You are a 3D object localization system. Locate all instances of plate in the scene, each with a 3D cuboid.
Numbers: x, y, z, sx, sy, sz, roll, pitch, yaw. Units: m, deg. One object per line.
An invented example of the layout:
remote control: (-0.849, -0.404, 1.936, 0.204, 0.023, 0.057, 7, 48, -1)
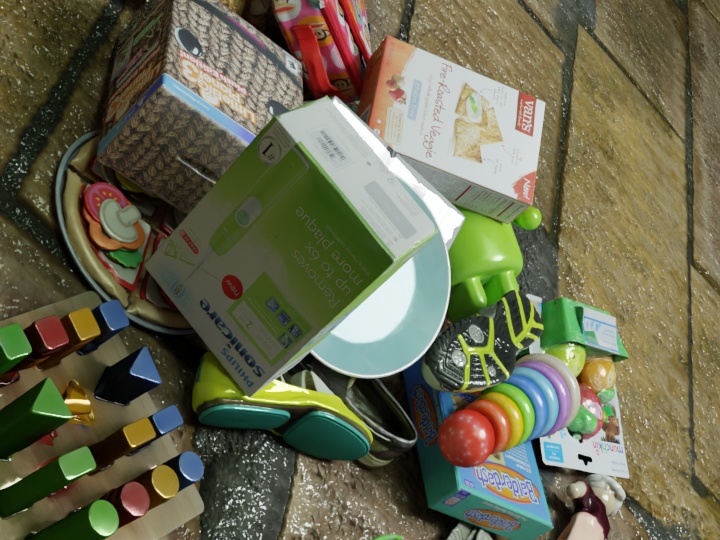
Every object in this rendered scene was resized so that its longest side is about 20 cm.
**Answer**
plate: (0.000, 0.000, 1.157, 0.198, 0.025, 0.203, 6, 79, -33)

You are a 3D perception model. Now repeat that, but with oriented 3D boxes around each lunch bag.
lunch bag: (-0.043, -0.273, 1.339, 0.200, 0.081, 0.178, 62, 22, -55)

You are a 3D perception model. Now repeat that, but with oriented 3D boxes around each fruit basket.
fruit basket: (0.263, 0.138, 1.475, 0.184, 0.093, 0.202, 18, 55, -44)

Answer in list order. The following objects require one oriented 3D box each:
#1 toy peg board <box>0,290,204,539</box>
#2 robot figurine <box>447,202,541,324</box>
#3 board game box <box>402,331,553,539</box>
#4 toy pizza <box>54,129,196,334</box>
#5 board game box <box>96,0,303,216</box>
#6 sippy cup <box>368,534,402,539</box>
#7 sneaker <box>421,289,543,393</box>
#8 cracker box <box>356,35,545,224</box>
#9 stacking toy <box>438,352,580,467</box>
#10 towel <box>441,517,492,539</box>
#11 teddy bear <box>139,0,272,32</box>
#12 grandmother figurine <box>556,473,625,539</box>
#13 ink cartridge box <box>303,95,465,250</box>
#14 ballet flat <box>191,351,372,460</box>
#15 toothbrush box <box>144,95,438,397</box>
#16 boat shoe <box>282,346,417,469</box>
toy peg board: (-0.199, 0.113, 0.903, 0.199, 0.097, 0.202, -23, 84, -55)
robot figurine: (0.111, -0.043, 1.391, 0.173, 0.116, 0.202, -10, 72, -20)
board game box: (0.117, 0.169, 1.288, 0.151, 0.045, 0.202, 29, 37, -37)
toy pizza: (-0.180, -0.040, 1.096, 0.199, 0.032, 0.202, 31, 44, -35)
board game box: (-0.140, -0.149, 1.133, 0.159, 0.097, 0.201, 33, 31, -29)
sippy cup: (0.040, 0.322, 1.035, 0.130, 0.138, 0.180, 9, 96, -60)
sneaker: (0.116, 0.085, 1.254, 0.199, 0.076, 0.076, -22, 77, -54)
cracker box: (0.095, -0.149, 1.327, 0.198, 0.058, 0.135, 20, 62, -17)
stacking toy: (0.143, 0.145, 1.229, 0.199, 0.085, 0.086, -19, 80, -55)
towel: (0.127, 0.351, 1.195, 0.201, 0.034, 0.193, 54, 35, -7)
teddy bear: (-0.152, -0.276, 1.275, 0.199, 0.066, 0.147, 3, 65, -51)
grandmother figurine: (0.251, 0.288, 1.383, 0.200, 0.060, 0.123, -43, 128, -58)
ink cartridge box: (-0.014, -0.052, 1.222, 0.200, 0.083, 0.146, 40, 69, -27)
ballet flat: (-0.066, 0.115, 1.100, 0.199, 0.067, 0.068, 21, 47, -40)
toothbrush box: (-0.059, -0.018, 1.011, 0.146, 0.200, 0.086, 51, 35, 4)
boat shoe: (-0.019, 0.097, 1.169, 0.200, 0.065, 0.073, 48, 38, -14)
